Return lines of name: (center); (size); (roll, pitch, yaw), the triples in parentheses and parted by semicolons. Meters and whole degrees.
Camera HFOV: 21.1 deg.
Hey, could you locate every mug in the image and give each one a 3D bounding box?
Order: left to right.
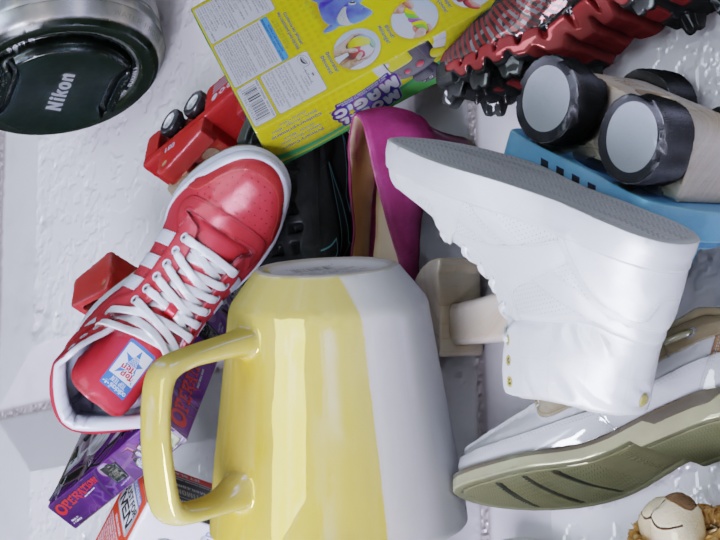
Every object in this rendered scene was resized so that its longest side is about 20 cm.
mug: (-0.021, 0.075, 1.089); (0.149, 0.187, 0.154); (0, 98, 18)

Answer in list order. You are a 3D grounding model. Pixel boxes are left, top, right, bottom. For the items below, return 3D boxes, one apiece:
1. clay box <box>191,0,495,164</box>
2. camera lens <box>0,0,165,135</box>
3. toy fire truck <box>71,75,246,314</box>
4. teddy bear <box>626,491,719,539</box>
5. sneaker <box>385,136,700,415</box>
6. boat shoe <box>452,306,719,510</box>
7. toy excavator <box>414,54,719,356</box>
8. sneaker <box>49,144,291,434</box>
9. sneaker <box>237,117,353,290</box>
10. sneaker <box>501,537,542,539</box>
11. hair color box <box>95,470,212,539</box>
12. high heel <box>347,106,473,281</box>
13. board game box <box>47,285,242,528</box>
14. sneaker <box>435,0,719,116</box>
clay box: (0.009, -0.158, 1.185); (0.200, 0.048, 0.115); (-27, 56, -1)
camera lens: (-0.234, -0.212, 1.408); (0.160, 0.160, 0.200); (-35, 58, 35)
toy fire truck: (-0.106, -0.056, 1.287); (0.200, 0.049, 0.141); (-35, 34, 35)
teddy bear: (0.116, 0.173, 0.955); (0.200, 0.145, 0.067); (-32, 88, 1)
sneaker: (0.077, 0.006, 0.998); (0.200, 0.074, 0.116); (29, 115, 43)
boat shoe: (0.134, 0.078, 1.042); (0.200, 0.075, 0.069); (-22, 57, 36)
toy excavator: (0.114, -0.019, 1.071); (0.194, 0.100, 0.200); (31, 112, 46)
sneaker: (-0.115, 0.019, 1.152); (0.200, 0.071, 0.113); (-49, 11, 26)
sneaker: (-0.031, -0.006, 1.218); (0.075, 0.079, 0.201); (-3, 83, 40)
sneaker: (0.086, 0.245, 1.044); (0.076, 0.105, 0.200); (-1, 42, 6)
hair color box: (-0.133, 0.231, 1.234); (0.200, 0.111, 0.064); (-60, 22, 16)
high heel: (0.000, 0.000, 1.170); (0.067, 0.096, 0.200); (18, 94, 46)
board game box: (-0.131, 0.067, 1.259); (0.120, 0.032, 0.200); (-35, 22, 31)
sneaker: (0.122, -0.159, 1.102); (0.200, 0.071, 0.098); (-27, 63, 36)
